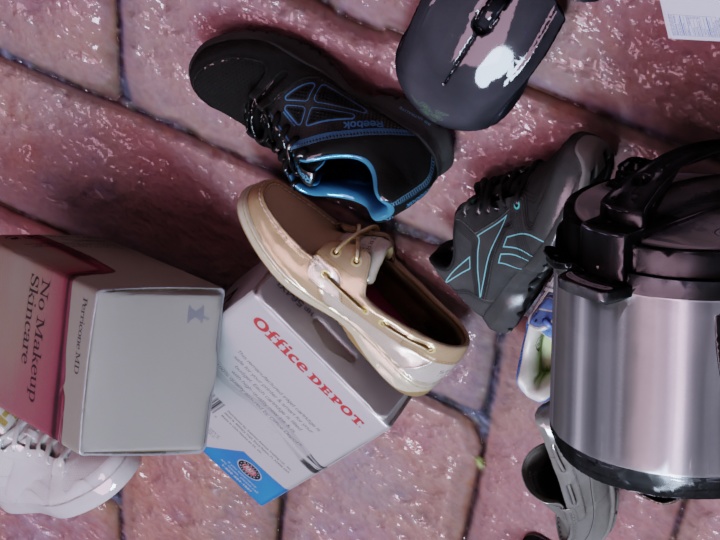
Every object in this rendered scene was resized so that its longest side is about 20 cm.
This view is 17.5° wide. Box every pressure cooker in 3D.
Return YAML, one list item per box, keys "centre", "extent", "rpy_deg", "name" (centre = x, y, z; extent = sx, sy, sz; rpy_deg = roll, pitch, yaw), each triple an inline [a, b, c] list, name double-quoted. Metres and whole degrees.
- centre: [0.199, 0.020, 1.421]
  extent: [0.178, 0.176, 0.200]
  rpy_deg: [2, 108, 4]
  name: "pressure cooker"

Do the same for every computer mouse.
- centre: [0.069, -0.154, 1.482]
  extent: [0.138, 0.053, 0.200]
  rpy_deg: [31, 141, 6]
  name: "computer mouse"

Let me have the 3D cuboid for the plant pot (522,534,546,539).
- centre: [0.150, 0.367, 1.843]
  extent: [0.200, 0.177, 0.200]
  rpy_deg: [31, 142, 6]
  name: "plant pot"

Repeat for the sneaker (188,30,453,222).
- centre: [-0.038, -0.100, 1.595]
  extent: [0.200, 0.082, 0.073]
  rpy_deg: [23, 141, 19]
  name: "sneaker"

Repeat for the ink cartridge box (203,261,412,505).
- centre: [-0.059, 0.077, 1.785]
  extent: [0.146, 0.084, 0.200]
  rpy_deg: [45, 140, -8]
  name: "ink cartridge box"

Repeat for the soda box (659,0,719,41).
- centre: [0.192, -0.226, 1.302]
  extent: [0.064, 0.068, 0.200]
  rpy_deg: [8, 133, 32]
  name: "soda box"

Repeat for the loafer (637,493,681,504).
- centre: [0.216, 0.101, 1.609]
  extent: [0.073, 0.071, 0.200]
  rpy_deg: [27, 140, 13]
  name: "loafer"

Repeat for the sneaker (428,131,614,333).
- centre: [0.103, -0.031, 1.562]
  extent: [0.079, 0.075, 0.200]
  rpy_deg: [36, 141, 6]
  name: "sneaker"

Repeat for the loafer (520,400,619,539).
- centre: [0.149, 0.143, 1.680]
  extent: [0.070, 0.070, 0.200]
  rpy_deg: [-10, 145, -5]
  name: "loafer"

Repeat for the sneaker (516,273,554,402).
- centre: [0.162, 0.020, 1.565]
  extent: [0.076, 0.077, 0.200]
  rpy_deg: [33, 139, 8]
  name: "sneaker"

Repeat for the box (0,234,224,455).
- centre: [-0.203, 0.053, 1.766]
  extent: [0.200, 0.109, 0.128]
  rpy_deg: [20, 106, 55]
  name: "box"

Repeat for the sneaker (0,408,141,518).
- centre: [-0.287, 0.154, 2.048]
  extent: [0.200, 0.074, 0.116]
  rpy_deg: [-12, 124, 45]
  name: "sneaker"

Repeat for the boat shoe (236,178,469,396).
- centre: [0.000, 0.000, 1.683]
  extent: [0.200, 0.074, 0.069]
  rpy_deg: [43, 129, -9]
  name: "boat shoe"
